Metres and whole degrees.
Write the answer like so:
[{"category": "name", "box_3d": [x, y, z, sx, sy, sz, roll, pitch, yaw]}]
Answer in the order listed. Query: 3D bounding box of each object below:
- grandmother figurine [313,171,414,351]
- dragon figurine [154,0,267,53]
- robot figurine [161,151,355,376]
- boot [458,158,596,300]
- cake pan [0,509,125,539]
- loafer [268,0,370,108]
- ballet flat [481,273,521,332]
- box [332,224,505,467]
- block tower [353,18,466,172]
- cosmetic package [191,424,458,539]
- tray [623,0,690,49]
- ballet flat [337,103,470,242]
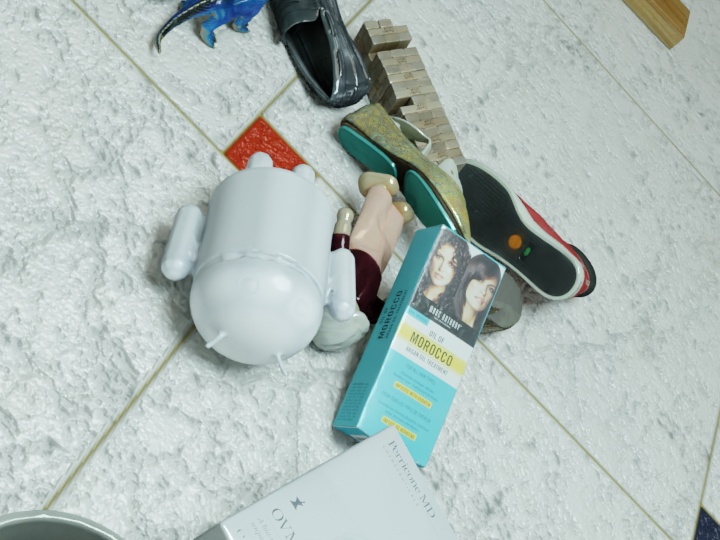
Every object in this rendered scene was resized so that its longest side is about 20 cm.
[{"category": "grandmother figurine", "box_3d": [0.000, 0.000, 1.102, 0.122, 0.060, 0.201, 51, 40, -24]}, {"category": "dragon figurine", "box_3d": [-0.126, -0.276, 1.147, 0.199, 0.099, 0.059, -27, 81, -47]}, {"category": "robot figurine", "box_3d": [-0.082, -0.005, 0.982, 0.166, 0.114, 0.202, 13, 50, -7]}, {"category": "boot", "box_3d": [0.181, -0.043, 1.311, 0.200, 0.073, 0.144, 46, 15, 15]}, {"category": "cake pan", "box_3d": [-0.201, 0.255, 0.736, 0.198, 0.037, 0.203, 25, 47, -30]}, {"category": "loafer", "box_3d": [-0.057, -0.265, 1.231, 0.070, 0.068, 0.203, -17, 78, -57]}, {"category": "ballet flat", "box_3d": [0.101, 0.041, 1.172, 0.199, 0.046, 0.068, -16, 84, -52]}, {"category": "box", "box_3d": [0.055, 0.067, 1.044, 0.082, 0.049, 0.203, 31, 71, -22]}, {"category": "block tower", "box_3d": [0.052, -0.178, 1.271, 0.053, 0.058, 0.203, -12, 71, -26]}, {"category": "cosmetic package", "box_3d": [-0.017, 0.253, 0.849, 0.199, 0.123, 0.201, -20, 77, -50]}, {"category": "tray", "box_3d": [0.456, -0.462, 1.891, 0.199, 0.037, 0.099, 42, 41, -11]}, {"category": "ballet flat", "box_3d": [0.059, -0.103, 1.182, 0.070, 0.071, 0.200, -15, 52, -47]}]
